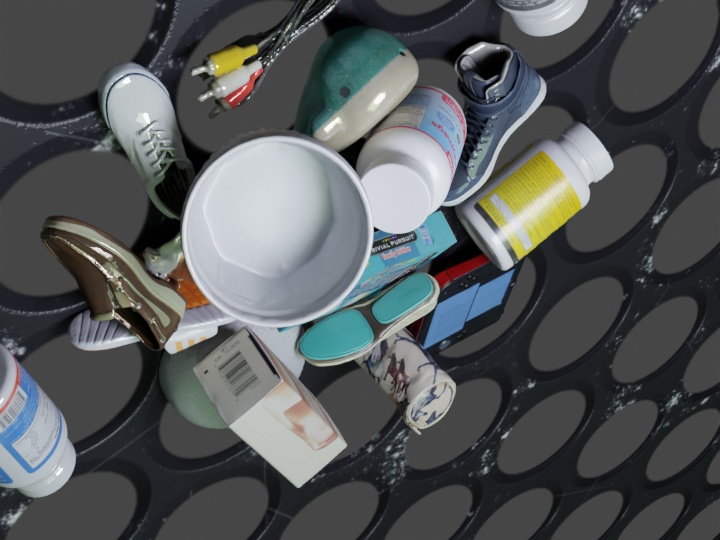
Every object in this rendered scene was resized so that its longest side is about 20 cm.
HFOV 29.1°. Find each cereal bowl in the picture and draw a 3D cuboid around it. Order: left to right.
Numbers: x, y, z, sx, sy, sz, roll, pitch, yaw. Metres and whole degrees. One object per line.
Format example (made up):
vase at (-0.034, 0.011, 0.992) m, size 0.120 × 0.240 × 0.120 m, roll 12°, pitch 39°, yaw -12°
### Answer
cereal bowl at (-0.148, 0.125, 1.742) m, size 0.198 × 0.083 × 0.202 m, roll -25°, pitch 141°, yaw -22°

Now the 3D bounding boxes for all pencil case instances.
pencil case at (0.038, 0.117, 1.799) m, size 0.090 × 0.200 × 0.078 m, roll -49°, pitch 147°, yaw 9°

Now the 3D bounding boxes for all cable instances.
cable at (-0.090, -0.229, 1.455) m, size 0.199 × 0.050 × 0.098 m, roll -33°, pitch 147°, yaw -10°

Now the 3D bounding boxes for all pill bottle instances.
pill bottle at (-0.395, 0.173, 1.544) m, size 0.112 × 0.112 × 0.201 m, roll -34°, pitch 143°, yaw -9°
pill bottle at (0.055, -0.124, 1.559) m, size 0.107 × 0.201 × 0.110 m, roll 6°, pitch 121°, yaw 10°
pill bottle at (0.179, -0.352, 1.517) m, size 0.113 × 0.113 × 0.200 m, roll -40°, pitch 144°, yaw 0°
pill bottle at (0.231, -0.103, 1.822) m, size 0.199 × 0.112 × 0.111 m, roll -39°, pitch 144°, yaw -2°

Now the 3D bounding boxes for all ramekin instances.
ramekin at (-0.090, -0.054, 1.444) m, size 0.197 × 0.105 × 0.203 m, roll -3°, pitch 109°, yaw -8°

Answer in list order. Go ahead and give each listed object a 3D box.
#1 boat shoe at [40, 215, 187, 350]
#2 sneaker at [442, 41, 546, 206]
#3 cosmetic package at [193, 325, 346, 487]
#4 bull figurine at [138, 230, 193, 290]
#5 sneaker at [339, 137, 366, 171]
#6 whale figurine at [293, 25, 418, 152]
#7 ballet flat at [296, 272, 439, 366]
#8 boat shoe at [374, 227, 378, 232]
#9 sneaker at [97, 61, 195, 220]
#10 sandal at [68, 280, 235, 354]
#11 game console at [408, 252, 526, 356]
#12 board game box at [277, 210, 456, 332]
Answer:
boat shoe at (-0.267, 0.019, 1.488) m, size 0.202 × 0.074 × 0.076 m, roll 39°, pitch 60°, yaw -36°
sneaker at (0.132, -0.181, 1.669) m, size 0.203 × 0.077 × 0.146 m, roll -54°, pitch 154°, yaw 2°
cosmetic package at (-0.106, 0.166, 1.666) m, size 0.087 × 0.104 × 0.200 m, roll -38°, pitch 145°, yaw -1°
bull figurine at (-0.158, -0.024, 1.583) m, size 0.198 × 0.065 × 0.122 m, roll 16°, pitch 114°, yaw -40°
sneaker at (-0.037, -0.076, 1.573) m, size 0.199 × 0.091 × 0.076 m, roll -37°, pitch -173°, yaw -39°
whale figurine at (-0.030, -0.189, 1.524) m, size 0.199 × 0.104 × 0.159 m, roll -38°, pitch -175°, yaw 32°
ballet flat at (0.015, 0.072, 1.749) m, size 0.198 × 0.068 × 0.063 m, roll -27°, pitch 155°, yaw -5°
boat shoe at (-0.011, -0.073, 1.673) m, size 0.199 × 0.072 × 0.063 m, roll -34°, pitch 148°, yaw 1°
sneaker at (-0.209, -0.131, 1.432) m, size 0.073 × 0.071 × 0.201 m, roll -34°, pitch 143°, yaw -9°
sandal at (-0.238, 0.063, 1.608) m, size 0.204 × 0.080 × 0.060 m, roll -13°, pitch 138°, yaw -21°
game console at (0.148, 0.045, 1.938) m, size 0.175 × 0.031 × 0.201 m, roll -21°, pitch 152°, yaw -24°
board game box at (0.000, 0.000, 1.694) m, size 0.199 × 0.047 × 0.151 m, roll -20°, pitch 168°, yaw -43°
